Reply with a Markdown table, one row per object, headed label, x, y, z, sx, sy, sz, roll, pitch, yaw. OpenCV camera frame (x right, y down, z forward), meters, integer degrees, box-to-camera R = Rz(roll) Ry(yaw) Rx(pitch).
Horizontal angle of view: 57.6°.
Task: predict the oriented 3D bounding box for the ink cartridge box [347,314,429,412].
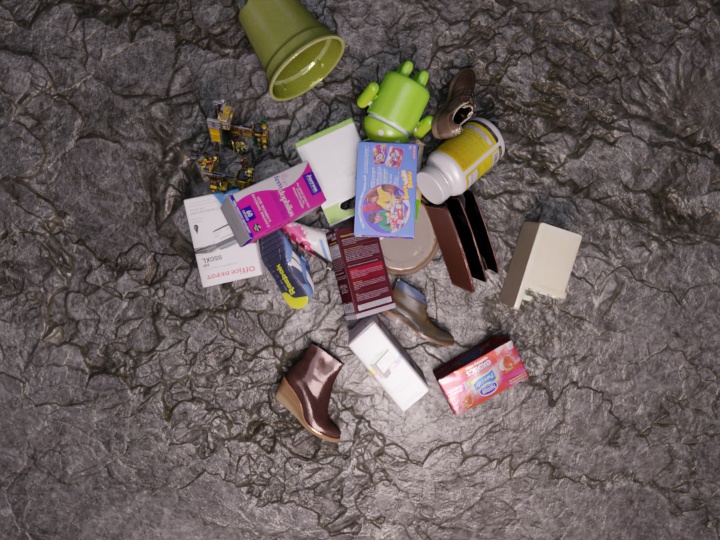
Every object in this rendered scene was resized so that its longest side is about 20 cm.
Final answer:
| label | x | y | z | sx | sy | sz | roll | pitch | yaw |
| --- | --- | --- | --- | --- | --- | --- | --- | --- | --- |
| ink cartridge box | 0.061 | 0.205 | 1.509 | 0.084 | 0.145 | 0.201 | -39 | 95 | 4 |

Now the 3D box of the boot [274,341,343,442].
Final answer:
| label | x | y | z | sx | sy | sz | roll | pitch | yaw |
| --- | --- | --- | --- | --- | --- | --- | --- | --- | --- |
| boot | -0.088 | 0.289 | 1.548 | 0.199 | 0.072 | 0.167 | 39 | 95 | -1 |

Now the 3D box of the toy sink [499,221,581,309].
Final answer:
| label | x | y | z | sx | sy | sz | roll | pitch | yaw |
| --- | --- | --- | --- | --- | --- | --- | --- | --- | --- |
| toy sink | 0.415 | 0.000 | 1.511 | 0.110 | 0.130 | 0.204 | 17 | 94 | -4 |

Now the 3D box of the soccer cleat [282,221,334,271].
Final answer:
| label | x | y | z | sx | sy | sz | roll | pitch | yaw |
| --- | --- | --- | --- | --- | --- | --- | --- | --- | --- |
| soccer cleat | -0.091 | -0.069 | 1.526 | 0.199 | 0.070 | 0.087 | 37 | 77 | -7 |

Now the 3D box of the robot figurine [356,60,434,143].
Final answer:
| label | x | y | z | sx | sy | sz | roll | pitch | yaw |
| --- | --- | --- | --- | --- | --- | --- | --- | --- | --- |
| robot figurine | 0.080 | -0.362 | 1.473 | 0.173 | 0.116 | 0.203 | 26 | 94 | -17 |

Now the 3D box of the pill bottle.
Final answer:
| label | x | y | z | sx | sy | sz | roll | pitch | yaw |
| --- | --- | --- | --- | --- | --- | --- | --- | --- | --- |
| pill bottle | 0.220 | -0.241 | 1.462 | 0.199 | 0.112 | 0.113 | -41 | 96 | -19 |

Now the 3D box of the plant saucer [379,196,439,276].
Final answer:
| label | x | y | z | sx | sy | sz | roll | pitch | yaw |
| --- | --- | --- | --- | --- | --- | --- | --- | --- | --- |
| plant saucer | 0.095 | -0.087 | 1.543 | 0.196 | 0.029 | 0.204 | 0 | 96 | -1 |

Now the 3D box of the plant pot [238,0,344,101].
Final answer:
| label | x | y | z | sx | sy | sz | roll | pitch | yaw |
| --- | --- | --- | --- | --- | --- | --- | --- | --- | --- |
| plant pot | -0.163 | -0.510 | 1.428 | 0.199 | 0.200 | 0.186 | -35 | 84 | 1 |

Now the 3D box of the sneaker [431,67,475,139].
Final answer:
| label | x | y | z | sx | sy | sz | roll | pitch | yaw |
| --- | --- | --- | --- | --- | --- | --- | --- | --- | --- |
| sneaker | 0.230 | -0.371 | 1.465 | 0.071 | 0.075 | 0.202 | 50 | 59 | -44 |

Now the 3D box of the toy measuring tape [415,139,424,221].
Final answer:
| label | x | y | z | sx | sy | sz | roll | pitch | yaw |
| --- | --- | --- | --- | --- | --- | --- | --- | --- | --- |
| toy measuring tape | 0.104 | -0.195 | 1.491 | 0.072 | 0.074 | 0.204 | 7 | 85 | -3 |

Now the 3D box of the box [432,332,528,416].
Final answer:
| label | x | y | z | sx | sy | sz | roll | pitch | yaw |
| --- | --- | --- | --- | --- | --- | --- | --- | --- | --- |
| box | 0.281 | 0.243 | 1.545 | 0.198 | 0.095 | 0.101 | -28 | 96 | 1 |

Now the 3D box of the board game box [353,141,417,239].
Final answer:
| label | x | y | z | sx | sy | sz | roll | pitch | yaw |
| --- | --- | --- | --- | --- | --- | --- | --- | --- | --- |
| board game box | 0.055 | -0.174 | 1.428 | 0.132 | 0.045 | 0.204 | 3 | 88 | 0 |

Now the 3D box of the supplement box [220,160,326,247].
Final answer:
| label | x | y | z | sx | sy | sz | roll | pitch | yaw |
| --- | --- | --- | --- | --- | --- | --- | --- | --- | --- |
| supplement box | -0.189 | -0.145 | 1.428 | 0.198 | 0.103 | 0.102 | -30 | 93 | -25 |

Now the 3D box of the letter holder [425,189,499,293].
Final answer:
| label | x | y | z | sx | sy | sz | roll | pitch | yaw |
| --- | --- | --- | --- | --- | --- | --- | --- | --- | --- |
| letter holder | 0.242 | -0.068 | 1.475 | 0.099 | 0.142 | 0.203 | -22 | 102 | -8 |

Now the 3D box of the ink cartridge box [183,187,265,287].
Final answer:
| label | x | y | z | sx | sy | sz | roll | pitch | yaw |
| --- | --- | --- | --- | --- | --- | --- | --- | --- | --- |
| ink cartridge box | -0.308 | -0.076 | 1.501 | 0.142 | 0.084 | 0.204 | -12 | 95 | -2 |

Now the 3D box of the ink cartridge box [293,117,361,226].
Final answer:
| label | x | y | z | sx | sy | sz | roll | pitch | yaw |
| --- | --- | --- | --- | --- | --- | --- | --- | --- | --- |
| ink cartridge box | -0.048 | -0.224 | 1.503 | 0.146 | 0.076 | 0.203 | -23 | 97 | 0 |

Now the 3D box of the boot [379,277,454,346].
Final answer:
| label | x | y | z | sx | sy | sz | roll | pitch | yaw |
| --- | --- | --- | --- | --- | --- | --- | --- | --- | --- |
| boot | 0.147 | 0.099 | 1.538 | 0.197 | 0.075 | 0.098 | 26 | 97 | -2 |

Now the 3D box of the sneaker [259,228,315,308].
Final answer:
| label | x | y | z | sx | sy | sz | roll | pitch | yaw |
| --- | --- | --- | --- | --- | --- | --- | --- | --- | --- |
| sneaker | -0.167 | -0.014 | 1.517 | 0.073 | 0.082 | 0.203 | -20 | 96 | 29 |

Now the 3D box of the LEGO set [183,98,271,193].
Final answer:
| label | x | y | z | sx | sy | sz | roll | pitch | yaw |
| --- | --- | --- | --- | --- | --- | --- | --- | --- | --- |
| LEGO set | -0.280 | -0.281 | 1.435 | 0.151 | 0.116 | 0.203 | 19 | 63 | 5 |

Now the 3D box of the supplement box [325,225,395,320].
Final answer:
| label | x | y | z | sx | sy | sz | roll | pitch | yaw |
| --- | --- | --- | --- | --- | --- | --- | --- | --- | --- |
| supplement box | 0.000 | 0.000 | 1.477 | 0.107 | 0.061 | 0.204 | -13 | 89 | -29 |
